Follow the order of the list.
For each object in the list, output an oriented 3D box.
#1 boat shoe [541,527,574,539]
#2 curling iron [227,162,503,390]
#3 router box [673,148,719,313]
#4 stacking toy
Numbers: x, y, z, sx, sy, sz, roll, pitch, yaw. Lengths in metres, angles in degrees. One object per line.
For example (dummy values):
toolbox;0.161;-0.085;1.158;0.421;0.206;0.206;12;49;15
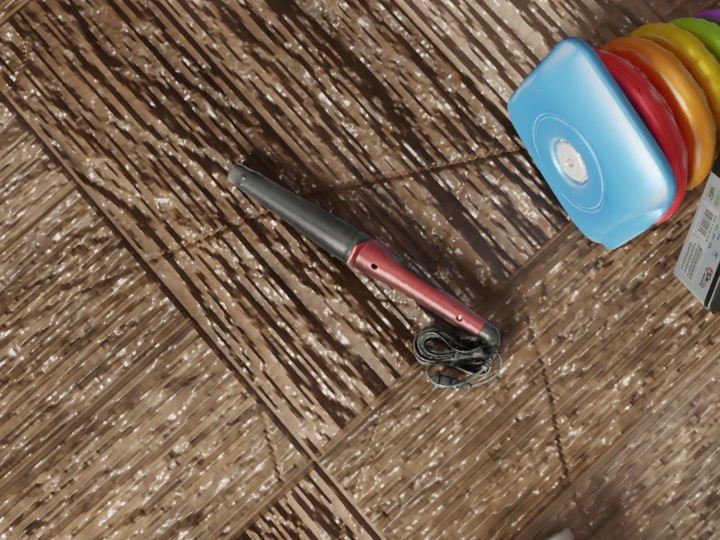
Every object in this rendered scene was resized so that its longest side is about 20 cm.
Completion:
boat shoe;0.045;0.211;0.696;0.199;0.067;0.057;-30;75;-7
curling iron;0.000;0.000;0.755;0.200;0.026;0.050;40;81;9
router box;0.274;-0.064;0.677;0.156;0.052;0.202;10;111;-14
stacking toy;0.194;-0.109;0.743;0.199;0.116;0.110;-32;86;-18
